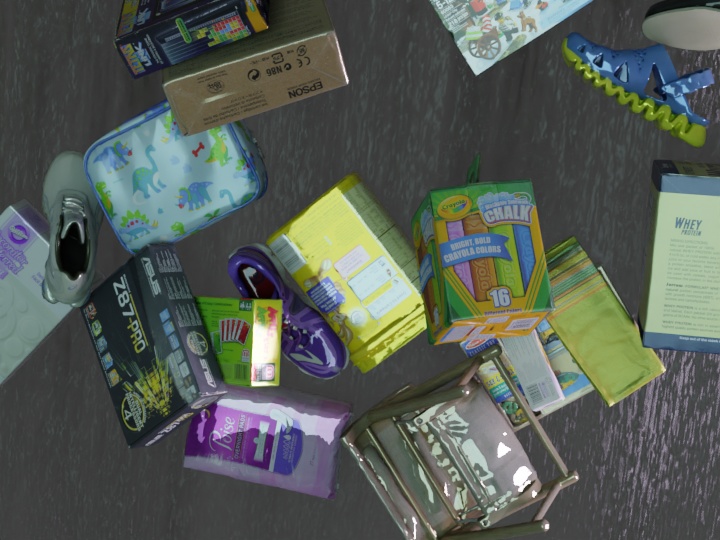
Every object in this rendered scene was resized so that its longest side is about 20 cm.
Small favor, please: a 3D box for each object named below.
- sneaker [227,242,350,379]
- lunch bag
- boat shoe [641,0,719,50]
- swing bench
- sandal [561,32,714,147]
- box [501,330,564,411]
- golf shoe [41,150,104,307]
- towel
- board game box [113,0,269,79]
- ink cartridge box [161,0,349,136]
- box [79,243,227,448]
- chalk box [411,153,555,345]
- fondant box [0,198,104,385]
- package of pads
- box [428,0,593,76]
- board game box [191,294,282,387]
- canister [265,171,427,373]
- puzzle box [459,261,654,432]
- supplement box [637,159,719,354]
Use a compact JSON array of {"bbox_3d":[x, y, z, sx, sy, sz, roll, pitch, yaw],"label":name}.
[{"bbox_3d":[-0.097,0.058,1.721,0.081,0.083,0.200,-42,94,13],"label":"sneaker"},{"bbox_3d":[-0.222,-0.124,1.703,0.200,0.082,0.161,-26,97,12],"label":"lunch bag"},{"bbox_3d":[0.420,-0.297,1.593,0.201,0.074,0.063,-5,62,20],"label":"boat shoe"},{"bbox_3d":[0.117,0.229,1.698,0.200,0.130,0.199,-27,98,34],"label":"swing bench"},{"bbox_3d":[0.323,-0.223,1.616,0.200,0.079,0.087,28,100,-7],"label":"sandal"},{"bbox_3d":[0.185,0.069,1.676,0.041,0.039,0.200,-25,78,11],"label":"box"},{"bbox_3d":[-0.342,-0.060,1.699,0.078,0.097,0.200,2,72,-18],"label":"golf shoe"},{"bbox_3d":[0.273,0.061,1.678,0.086,0.018,0.200,-34,95,14],"label":"towel"},{"bbox_3d":[-0.187,-0.311,1.602,0.165,0.200,0.057,-20,124,12],"label":"board game box"},{"bbox_3d":[-0.125,-0.246,1.605,0.200,0.165,0.075,-17,123,2],"label":"ink cartridge box"},{"bbox_3d":[-0.251,0.091,1.690,0.161,0.049,0.200,-34,69,37],"label":"box"},{"bbox_3d":[0.132,-0.029,1.606,0.124,0.125,0.200,-6,74,-10],"label":"chalk box"},{"bbox_3d":[-0.444,0.031,1.778,0.144,0.058,0.200,44,102,-3],"label":"fondant box"},{"bbox_3d":[-0.114,0.203,1.757,0.200,0.076,0.121,12,100,5],"label":"package of pads"},{"bbox_3d":[0.182,-0.336,1.628,0.200,0.038,0.137,-32,95,13],"label":"box"},{"bbox_3d":[-0.181,0.081,1.694,0.200,0.048,0.102,2,89,43],"label":"board game box"},{"bbox_3d":[0.000,0.000,1.696,0.148,0.087,0.200,-37,93,12],"label":"canister"},{"bbox_3d":[0.237,0.094,1.711,0.200,0.025,0.133,-31,95,13],"label":"puzzle box"},{"bbox_3d":[0.426,-0.015,1.607,0.200,0.134,0.200,4,102,7],"label":"supplement box"}]
